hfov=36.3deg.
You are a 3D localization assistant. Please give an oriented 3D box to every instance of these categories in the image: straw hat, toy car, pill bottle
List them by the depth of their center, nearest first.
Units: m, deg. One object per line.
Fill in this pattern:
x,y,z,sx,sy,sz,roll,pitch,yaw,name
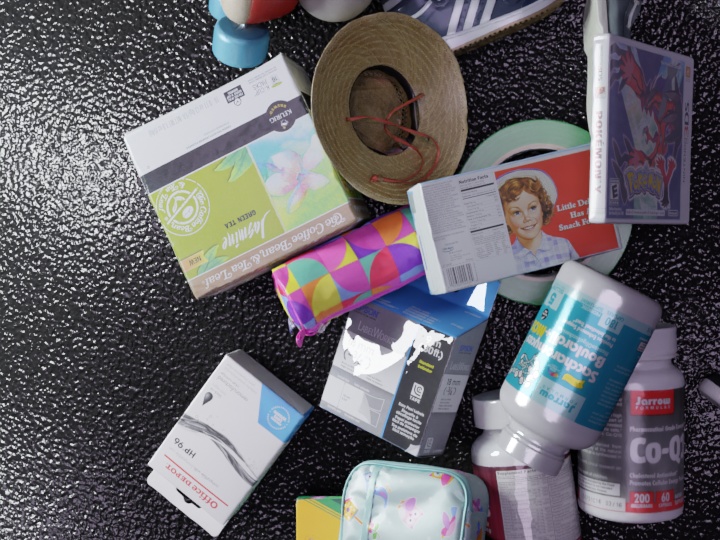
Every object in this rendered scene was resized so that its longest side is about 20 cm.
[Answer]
0.211,0.100,1.101,0.110,0.111,0.202,26,95,6,pill bottle
-0.055,-0.328,1.183,0.198,0.178,0.186,3,130,-14,toy car
0.291,0.159,1.184,0.113,0.114,0.202,0,93,8,pill bottle
0.017,-0.171,1.193,0.199,0.085,0.203,-2,94,-25,straw hat
0.180,0.233,1.205,0.108,0.110,0.202,-8,91,8,pill bottle

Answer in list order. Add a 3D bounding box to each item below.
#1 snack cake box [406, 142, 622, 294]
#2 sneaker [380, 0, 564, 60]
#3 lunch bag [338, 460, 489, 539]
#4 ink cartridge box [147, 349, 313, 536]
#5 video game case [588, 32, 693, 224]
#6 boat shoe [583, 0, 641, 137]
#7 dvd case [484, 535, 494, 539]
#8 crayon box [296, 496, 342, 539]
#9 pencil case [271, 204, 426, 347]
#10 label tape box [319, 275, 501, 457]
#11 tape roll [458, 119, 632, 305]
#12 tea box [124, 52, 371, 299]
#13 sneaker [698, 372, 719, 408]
0.159,-0.054,1.142,0.198,0.067,0.116,-13,89,-9,snack cake box
0.117,-0.301,1.209,0.198,0.070,0.109,-20,92,11,sneaker
0.047,0.305,1.159,0.159,0.077,0.202,3,78,26,lunch bag
-0.160,0.207,1.270,0.116,0.068,0.201,37,97,5,ink cartridge box
0.294,-0.140,1.139,0.023,0.199,0.184,3,94,40,video game case
0.277,-0.211,1.174,0.061,0.073,0.202,3,70,-6,boat shoe
0.088,0.376,1.222,0.017,0.142,0.202,7,94,-37,dvd case
-0.011,0.357,1.242,0.117,0.058,0.202,-3,80,8,crayon box
0.000,0.000,1.185,0.199,0.088,0.089,-29,89,-11,pencil case
0.052,0.083,1.210,0.143,0.063,0.202,21,96,35,label tape box
0.200,-0.064,1.220,0.198,0.048,0.203,0,92,8,tape roll
-0.120,-0.100,1.217,0.199,0.134,0.198,-26,90,8,tea box
0.472,0.135,1.186,0.199,0.073,0.113,30,93,-3,sneaker
